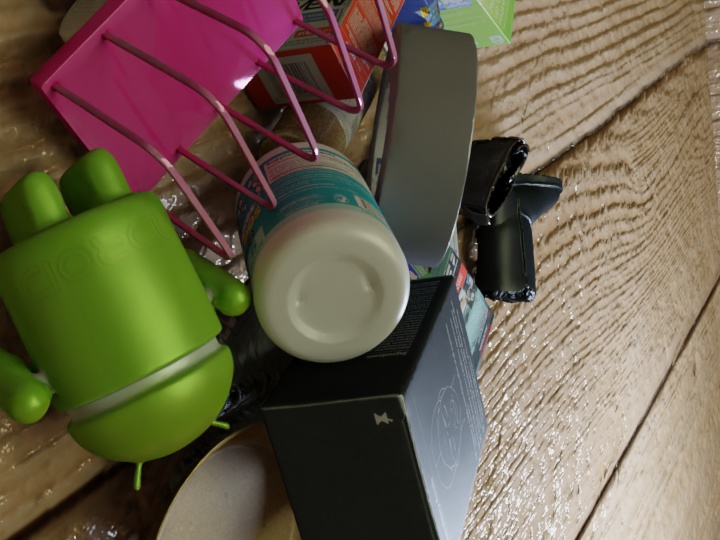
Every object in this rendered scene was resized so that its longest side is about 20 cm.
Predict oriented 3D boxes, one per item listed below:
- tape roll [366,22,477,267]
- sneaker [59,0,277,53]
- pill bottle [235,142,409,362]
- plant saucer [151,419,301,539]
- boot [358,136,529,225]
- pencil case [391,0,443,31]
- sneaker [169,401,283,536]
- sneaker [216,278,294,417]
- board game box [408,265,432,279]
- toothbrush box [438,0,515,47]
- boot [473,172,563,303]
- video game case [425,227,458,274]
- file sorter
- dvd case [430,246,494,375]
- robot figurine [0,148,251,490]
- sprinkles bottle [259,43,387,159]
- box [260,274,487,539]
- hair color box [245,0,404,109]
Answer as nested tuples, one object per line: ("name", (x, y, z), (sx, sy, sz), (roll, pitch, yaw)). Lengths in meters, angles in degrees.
("tape roll", (0.047, -0.107, 0.827), (0.200, 0.065, 0.203), (-173, -90, -86))
("sneaker", (-0.131, -0.173, 0.716), (0.201, 0.073, 0.119), (-51, 131, -47))
("pill bottle", (-0.037, -0.027, 0.726), (0.201, 0.110, 0.112), (-114, -177, -60))
("plant saucer", (-0.091, 0.205, 0.716), (0.199, 0.035, 0.203), (-17, 113, -48))
("boot", (0.094, -0.120, 0.994), (0.069, 0.172, 0.202), (57, 44, -41))
("pencil case", (0.023, -0.320, 0.973), (0.078, 0.086, 0.202), (-110, 179, -59))
("sneaker", (-0.077, 0.169, 0.814), (0.200, 0.069, 0.101), (-35, 121, -44))
("sneaker", (-0.087, 0.092, 0.742), (0.115, 0.075, 0.200), (40, 44, -3))
("board game box", (0.000, 0.000, 0.889), (0.201, 0.029, 0.135), (52, 40, -5))
("toothbrush box", (0.108, -0.369, 1.109), (0.199, 0.085, 0.148), (30, 64, -53))
("boot", (0.209, -0.042, 1.277), (0.199, 0.076, 0.171), (-1, 87, -52))
("video game case", (0.068, 0.014, 1.069), (0.182, 0.023, 0.202), (-47, 137, -49))
("file sorter", (-0.084, -0.130, 0.645), (0.201, 0.125, 0.139), (-51, 152, -15))
("dvd case", (0.108, 0.079, 1.122), (0.200, 0.022, 0.148), (47, 56, -57))
("robot figurine", (-0.154, 0.030, 0.608), (0.175, 0.115, 0.202), (-29, 97, -36))
("sprinkles bottle", (-0.025, -0.157, 0.889), (0.069, 0.067, 0.201), (64, 36, -35))
("box", (0.021, 0.115, 0.735), (0.200, 0.106, 0.150), (-57, 135, -63))
("hair color box", (-0.026, -0.239, 0.858), (0.064, 0.110, 0.201), (58, 42, -41))
